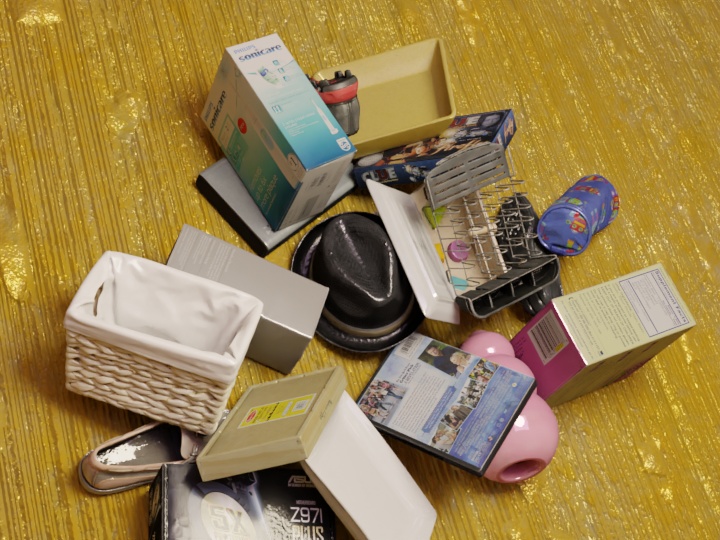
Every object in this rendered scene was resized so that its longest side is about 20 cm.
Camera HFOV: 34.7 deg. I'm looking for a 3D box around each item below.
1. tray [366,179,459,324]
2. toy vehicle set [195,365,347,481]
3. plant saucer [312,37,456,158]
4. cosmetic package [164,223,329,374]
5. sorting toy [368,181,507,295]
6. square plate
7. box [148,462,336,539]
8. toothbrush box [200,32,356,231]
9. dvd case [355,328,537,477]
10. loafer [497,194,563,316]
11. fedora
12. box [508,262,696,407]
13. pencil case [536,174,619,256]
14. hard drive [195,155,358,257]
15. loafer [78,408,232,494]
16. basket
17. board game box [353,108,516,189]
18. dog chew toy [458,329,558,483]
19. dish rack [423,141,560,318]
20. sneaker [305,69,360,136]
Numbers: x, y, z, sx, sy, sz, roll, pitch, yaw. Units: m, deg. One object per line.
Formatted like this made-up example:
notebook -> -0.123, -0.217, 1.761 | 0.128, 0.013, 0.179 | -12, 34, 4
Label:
tray -> 0.074, -0.028, 1.483 | 0.107, 0.022, 0.202 | 13, 50, -60
toy vehicle set -> -0.095, 0.169, 1.304 | 0.200, 0.123, 0.027 | -56, 129, -68
plant saucer -> 0.034, -0.232, 1.626 | 0.197, 0.049, 0.201 | -14, 42, 9
cosmetic package -> -0.150, 0.037, 1.417 | 0.198, 0.107, 0.091 | 23, 54, -11
sorting toy -> 0.098, -0.029, 1.573 | 0.178, 0.107, 0.202 | -11, 70, -17
square plate -> 0.008, 0.253, 1.332 | 0.201, 0.028, 0.198 | 53, 18, -4
box -> -0.130, 0.309, 1.276 | 0.197, 0.086, 0.166 | 7, 58, -19
toothbrush box -> -0.110, -0.179, 1.495 | 0.085, 0.147, 0.201 | -23, 72, -32
dvd case -> 0.099, 0.159, 1.423 | 0.198, 0.018, 0.143 | 20, 61, 32
loafer -> 0.244, -0.018, 1.649 | 0.070, 0.068, 0.203 | 27, 42, -44
fedora -> 0.000, 0.000, 1.479 | 0.198, 0.092, 0.203 | -1, 66, 1
box -> 0.307, 0.094, 1.533 | 0.198, 0.176, 0.097 | -15, 68, -29
pencil case -> 0.316, -0.078, 1.664 | 0.077, 0.088, 0.200 | 17, 23, 20
hard drive -> -0.107, -0.122, 1.574 | 0.140, 0.033, 0.200 | 46, 54, 8
loafer -> -0.221, 0.201, 1.315 | 0.198, 0.063, 0.072 | -16, 69, -30
basket -> -0.226, 0.085, 1.311 | 0.198, 0.124, 0.136 | 17, 34, 1
board game box -> 0.104, -0.168, 1.591 | 0.136, 0.198, 0.035 | -57, 135, -51
dog chew toy -> 0.177, 0.166, 1.476 | 0.123, 0.125, 0.202 | 2, 53, -22
dish rack -> 0.163, -0.057, 1.465 | 0.152, 0.054, 0.202 | -24, 105, -29
sneaker -> -0.064, -0.213, 1.551 | 0.070, 0.200, 0.099 | -25, 110, -29
